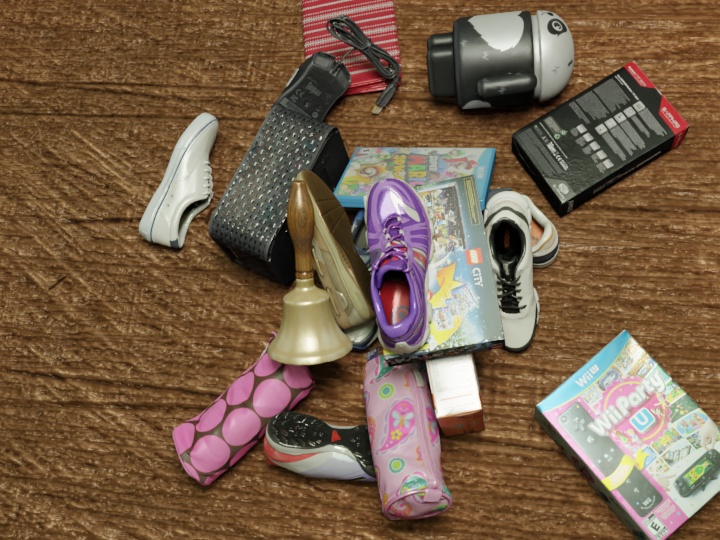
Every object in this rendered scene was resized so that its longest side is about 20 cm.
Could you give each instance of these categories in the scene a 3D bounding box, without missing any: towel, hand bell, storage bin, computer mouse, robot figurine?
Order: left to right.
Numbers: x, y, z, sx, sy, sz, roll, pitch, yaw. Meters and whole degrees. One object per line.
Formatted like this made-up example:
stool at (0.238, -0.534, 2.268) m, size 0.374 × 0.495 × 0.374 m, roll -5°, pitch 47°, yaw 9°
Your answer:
storage bin at (-0.103, -0.098, 1.118) m, size 0.093 × 0.135 × 0.202 m, roll 22°, pitch 75°, yaw 16°
hand bell at (-0.065, -0.003, 0.974) m, size 0.103 × 0.104 × 0.203 m, roll 0°, pitch 105°, yaw 9°
computer mouse at (-0.036, -0.255, 1.200) m, size 0.201 × 0.139 × 0.046 m, roll -52°, pitch 24°, yaw 22°
towel at (-0.015, -0.351, 1.255) m, size 0.143 × 0.023 × 0.203 m, roll -8°, pitch 68°, yaw 9°
robot figurine at (0.190, -0.289, 1.142) m, size 0.197 × 0.125 × 0.152 m, roll -3°, pitch 78°, yaw 9°

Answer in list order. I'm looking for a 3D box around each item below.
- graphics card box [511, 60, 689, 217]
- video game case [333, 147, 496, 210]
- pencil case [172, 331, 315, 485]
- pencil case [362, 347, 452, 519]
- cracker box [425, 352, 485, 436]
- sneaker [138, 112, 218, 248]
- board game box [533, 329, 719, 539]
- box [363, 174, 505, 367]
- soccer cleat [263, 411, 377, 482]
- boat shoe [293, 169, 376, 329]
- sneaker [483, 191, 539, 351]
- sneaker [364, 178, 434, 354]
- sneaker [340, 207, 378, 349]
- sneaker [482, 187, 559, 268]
graphics card box at (0.317, -0.177, 1.122) m, size 0.199 × 0.051 × 0.126 m, roll -31°, pitch 69°, yaw -3°
video game case at (0.074, -0.125, 1.113) m, size 0.197 × 0.018 × 0.144 m, roll 3°, pitch 35°, yaw 15°
pencil case at (-0.150, 0.172, 1.059) m, size 0.200 × 0.091 × 0.094 m, roll -42°, pitch 63°, yaw -4°
pencil case at (0.053, 0.189, 0.990) m, size 0.086 × 0.088 × 0.202 m, roll -11°, pitch 52°, yaw 5°
cracker box at (0.105, 0.089, 1.019) m, size 0.057 × 0.134 × 0.203 m, roll -11°, pitch 70°, yaw 6°
sneaker at (-0.240, -0.124, 1.194) m, size 0.070 × 0.073 × 0.202 m, roll 23°, pitch 85°, yaw 7°
board game box at (0.323, 0.196, 0.983) m, size 0.147 × 0.064 × 0.200 m, roll -38°, pitch 68°, yaw -5°
box at (0.083, -0.001, 0.962) m, size 0.135 × 0.038 × 0.203 m, roll -10°, pitch 69°, yaw 8°
soccer cleat at (-0.023, 0.230, 1.036) m, size 0.197 × 0.074 × 0.069 m, roll 14°, pitch 43°, yaw -3°
boat shoe at (-0.043, -0.024, 1.030) m, size 0.064 × 0.071 × 0.202 m, roll -24°, pitch 91°, yaw 24°
sneaker at (0.178, 0.010, 1.023) m, size 0.073 × 0.080 × 0.203 m, roll -5°, pitch 109°, yaw 14°
sneaker at (0.043, -0.014, 0.909) m, size 0.080 × 0.084 × 0.203 m, roll -10°, pitch 68°, yaw 8°
sneaker at (0.000, 0.000, 1.094) m, size 0.076 × 0.085 × 0.203 m, roll 4°, pitch 72°, yaw 11°
sneaker at (0.169, -0.075, 1.097) m, size 0.198 × 0.080 × 0.079 m, roll 24°, pitch 77°, yaw 18°
